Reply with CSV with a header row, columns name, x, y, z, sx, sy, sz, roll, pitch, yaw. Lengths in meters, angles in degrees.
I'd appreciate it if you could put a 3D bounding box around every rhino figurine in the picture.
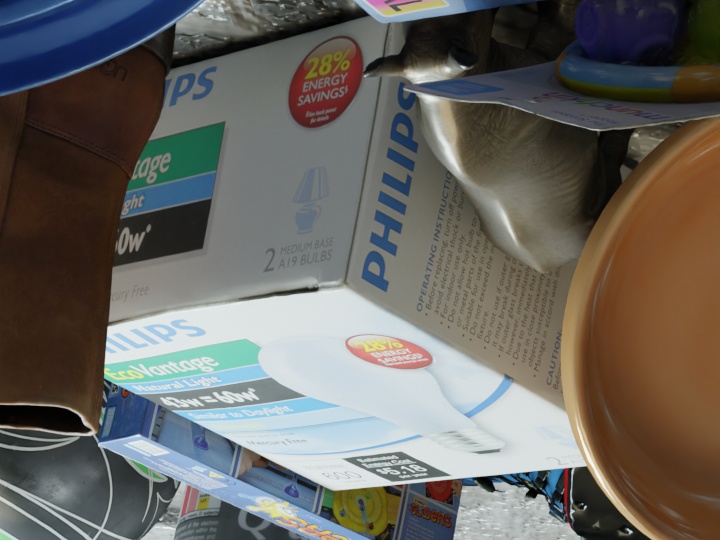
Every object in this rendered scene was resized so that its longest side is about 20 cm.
name,x,y,z,sx,sy,sz,roll,pitch,yaw
rhino figurine,0.053,-0.069,1.092,0.060,0.088,0.200,3,156,27

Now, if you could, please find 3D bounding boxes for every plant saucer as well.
name,x,y,z,sx,sy,sz,roll,pitch,yaw
plant saucer,0.167,0.021,1.152,0.200,0.201,0.037,23,-175,-28

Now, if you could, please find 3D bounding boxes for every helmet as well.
name,x,y,z,sx,sy,sz,roll,pitch,yaw
helmet,-0.179,0.057,1.387,0.190,0.201,0.200,10,161,32

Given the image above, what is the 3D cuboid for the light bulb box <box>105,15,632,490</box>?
name,x,y,z,sx,sy,sz,roll,pitch,yaw
light bulb box,0.000,0.000,1.242,0.198,0.125,0.200,-10,151,43

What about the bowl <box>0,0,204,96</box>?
name,x,y,z,sx,sy,sz,roll,pitch,yaw
bowl,-0.136,-0.123,1.017,0.200,0.039,0.201,-16,159,-6

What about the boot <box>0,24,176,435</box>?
name,x,y,z,sx,sy,sz,roll,pitch,yaw
boot,-0.175,-0.029,1.152,0.188,0.201,0.069,7,158,9

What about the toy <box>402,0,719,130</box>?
name,x,y,z,sx,sy,sz,roll,pitch,yaw
toy,0.127,-0.087,0.982,0.199,0.047,0.115,-8,-167,-30

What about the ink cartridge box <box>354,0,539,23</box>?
name,x,y,z,sx,sy,sz,roll,pitch,yaw
ink cartridge box,0.058,-0.151,0.910,0.199,0.077,0.136,-7,152,36

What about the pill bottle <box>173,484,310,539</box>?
name,x,y,z,sx,sy,sz,roll,pitch,yaw
pill bottle,-0.039,0.138,1.498,0.115,0.201,0.116,10,159,4

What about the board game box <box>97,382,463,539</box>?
name,x,y,z,sx,sy,sz,roll,pitch,yaw
board game box,-0.027,0.054,1.374,0.200,0.136,0.034,28,152,-35

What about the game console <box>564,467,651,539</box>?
name,x,y,z,sx,sy,sz,roll,pitch,yaw
game console,0.194,0.070,1.349,0.199,0.031,0.177,7,132,13

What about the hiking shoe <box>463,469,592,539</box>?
name,x,y,z,sx,sy,sz,roll,pitch,yaw
hiking shoe,0.108,0.100,1.487,0.074,0.087,0.200,29,152,-36
